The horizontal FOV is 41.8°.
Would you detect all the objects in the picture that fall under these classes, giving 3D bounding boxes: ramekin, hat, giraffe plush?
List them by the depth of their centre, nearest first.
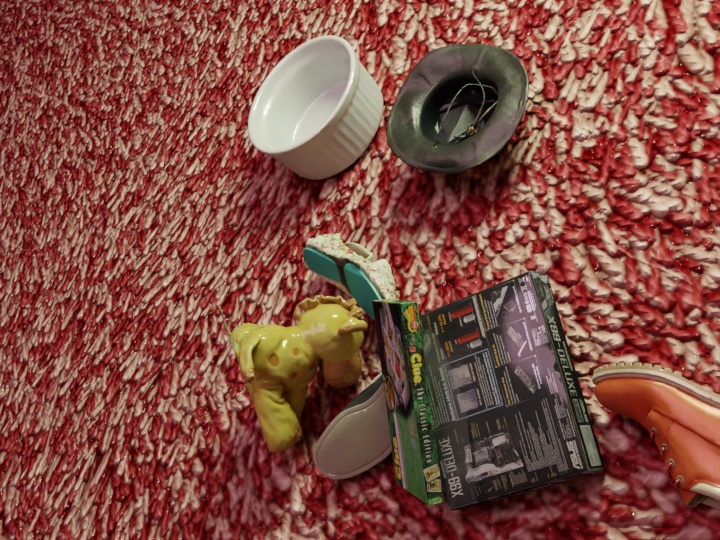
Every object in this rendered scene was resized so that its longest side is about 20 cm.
[{"bbox_3d":[-0.067,0.099,1.141,0.160,0.202,0.173,-20,40,-9],"label":"giraffe plush"},{"bbox_3d":[0.134,-0.193,1.199,0.198,0.081,0.204,-15,61,29],"label":"hat"},{"bbox_3d":[-0.061,-0.232,1.383,0.198,0.097,0.203,-23,50,30],"label":"ramekin"}]

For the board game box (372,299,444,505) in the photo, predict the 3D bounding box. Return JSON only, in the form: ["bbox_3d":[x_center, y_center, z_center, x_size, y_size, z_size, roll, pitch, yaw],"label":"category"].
[{"bbox_3d":[0.048,0.132,0.983,0.105,0.023,0.204,180,82,-72],"label":"board game box"}]

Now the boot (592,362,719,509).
[{"bbox_3d":[0.283,0.149,0.842,0.198,0.075,0.109,16,79,45],"label":"boot"}]

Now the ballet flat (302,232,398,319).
[{"bbox_3d":[0.000,0.000,1.200,0.063,0.077,0.199,-28,41,-25],"label":"ballet flat"}]

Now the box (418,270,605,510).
[{"bbox_3d":[0.140,0.123,0.950,0.156,0.049,0.203,-24,71,29],"label":"box"}]

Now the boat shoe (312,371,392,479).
[{"bbox_3d":[0.026,0.162,1.076,0.072,0.068,0.200,44,103,5],"label":"boat shoe"}]
